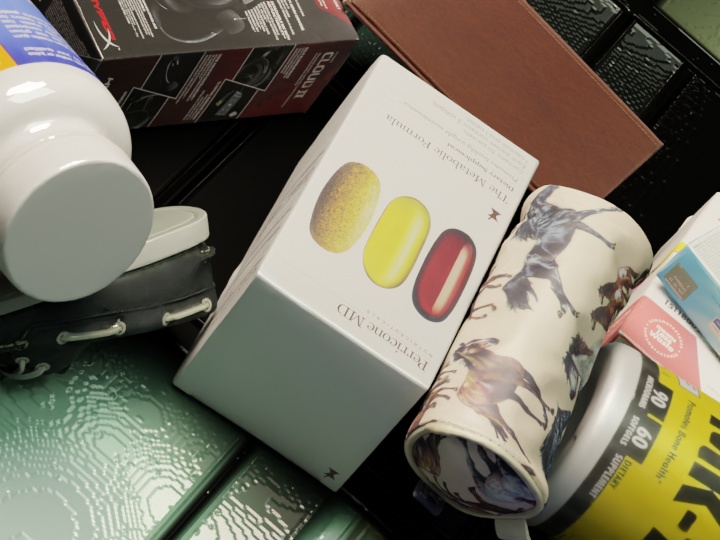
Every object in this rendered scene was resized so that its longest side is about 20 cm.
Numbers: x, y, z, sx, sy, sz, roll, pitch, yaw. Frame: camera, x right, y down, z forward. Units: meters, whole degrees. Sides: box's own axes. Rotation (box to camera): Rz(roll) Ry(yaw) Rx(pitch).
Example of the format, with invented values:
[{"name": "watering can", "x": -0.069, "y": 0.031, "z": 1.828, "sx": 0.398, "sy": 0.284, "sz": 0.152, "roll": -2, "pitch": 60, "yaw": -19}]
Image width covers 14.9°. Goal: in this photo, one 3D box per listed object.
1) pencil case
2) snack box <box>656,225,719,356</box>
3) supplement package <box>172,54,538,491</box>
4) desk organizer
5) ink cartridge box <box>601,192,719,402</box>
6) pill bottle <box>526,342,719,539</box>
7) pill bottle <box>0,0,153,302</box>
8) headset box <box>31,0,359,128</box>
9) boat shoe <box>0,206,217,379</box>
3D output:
[{"name": "pencil case", "x": 0.092, "y": 0.044, "z": 1.457, "sx": 0.078, "sy": 0.090, "sz": 0.200, "roll": 6, "pitch": 47, "yaw": 27}, {"name": "snack box", "x": 0.275, "y": 0.005, "z": 1.633, "sx": 0.200, "sy": 0.037, "sz": 0.116, "roll": -27, "pitch": 76, "yaw": -44}, {"name": "supplement package", "x": 0.000, "y": 0.000, "z": 1.500, "sx": 0.114, "sy": 0.110, "sz": 0.200, "roll": 33, "pitch": 44, "yaw": -6}, {"name": "desk organizer", "x": 0.084, "y": -0.125, "z": 1.630, "sx": 0.200, "sy": 0.077, "sz": 0.072, "roll": 44, "pitch": 14, "yaw": -16}, {"name": "ink cartridge box", "x": 0.219, "y": 0.035, "z": 1.648, "sx": 0.116, "sy": 0.068, "sz": 0.200, "roll": 40, "pitch": 43, "yaw": 0}, {"name": "pill bottle", "x": 0.193, "y": 0.136, "z": 1.517, "sx": 0.200, "sy": 0.114, "sz": 0.114, "roll": 31, "pitch": 45, "yaw": -8}, {"name": "pill bottle", "x": -0.184, "y": -0.072, "z": 1.387, "sx": 0.112, "sy": 0.112, "sz": 0.200, "roll": -2, "pitch": 33, "yaw": -35}, {"name": "headset box", "x": -0.107, "y": -0.164, "z": 1.584, "sx": 0.200, "sy": 0.077, "sz": 0.149, "roll": -8, "pitch": 61, "yaw": -39}, {"name": "boat shoe", "x": -0.158, "y": 0.025, "z": 1.407, "sx": 0.200, "sy": 0.076, "sz": 0.060, "roll": -20, "pitch": 108, "yaw": -26}]
